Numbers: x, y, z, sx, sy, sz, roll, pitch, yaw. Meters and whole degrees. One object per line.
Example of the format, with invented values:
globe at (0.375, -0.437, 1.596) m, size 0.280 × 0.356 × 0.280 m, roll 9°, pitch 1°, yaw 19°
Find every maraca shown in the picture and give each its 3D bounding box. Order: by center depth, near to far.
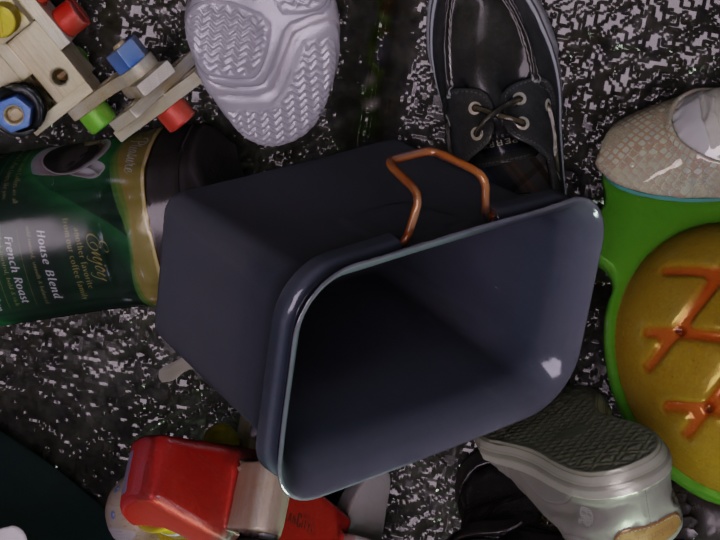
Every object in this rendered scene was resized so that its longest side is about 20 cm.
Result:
maraca at (0.190, 0.026, 1.015) m, size 0.137 × 0.107 × 0.200 m, roll -20°, pitch 79°, yaw -7°

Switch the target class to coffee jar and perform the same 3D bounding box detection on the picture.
coffee jar at (-0.160, -0.021, 1.031) m, size 0.200 × 0.104 × 0.085 m, roll -8°, pitch 112°, yaw 8°

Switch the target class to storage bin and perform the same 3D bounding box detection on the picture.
storage bin at (0.000, 0.000, 0.950) m, size 0.134 × 0.200 × 0.146 m, roll 33°, pitch 127°, yaw 38°

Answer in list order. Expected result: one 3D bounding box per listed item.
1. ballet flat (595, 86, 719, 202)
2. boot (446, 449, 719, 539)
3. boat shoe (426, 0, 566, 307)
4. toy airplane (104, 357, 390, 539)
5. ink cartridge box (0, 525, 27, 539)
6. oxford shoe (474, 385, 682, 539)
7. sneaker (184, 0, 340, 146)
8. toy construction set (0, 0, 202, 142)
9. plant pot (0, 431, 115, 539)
ballet flat at (0.221, -0.074, 0.995) m, size 0.200 × 0.068 × 0.062 m, roll 0°, pitch 139°, yaw -4°
boot at (0.127, 0.156, 1.016) m, size 0.200 × 0.174 × 0.069 m, roll 6°, pitch 106°, yaw 4°
boat shoe at (0.078, -0.068, 1.020) m, size 0.068 × 0.057 × 0.200 m, roll -10°, pitch 104°, yaw 8°
toy airplane at (-0.066, 0.133, 1.037) m, size 0.141 × 0.200 × 0.200 m, roll 1°, pitch 117°, yaw 22°
ink cartridge box at (-0.184, 0.226, 0.980) m, size 0.116 × 0.068 × 0.200 m, roll -13°, pitch 96°, yaw 12°
oxford shoe at (0.109, 0.101, 0.991) m, size 0.075 × 0.200 × 0.058 m, roll -22°, pitch 103°, yaw -10°
sneaker at (-0.061, -0.169, 0.978) m, size 0.075 × 0.114 × 0.200 m, roll -14°, pitch 109°, yaw -1°
toy construction set at (-0.163, -0.145, 1.010) m, size 0.131 × 0.092 × 0.200 m, roll -36°, pitch 88°, yaw 13°
plant pot at (-0.194, 0.198, 1.079) m, size 0.141 × 0.141 × 0.200 m, roll -34°, pitch 95°, yaw 13°
